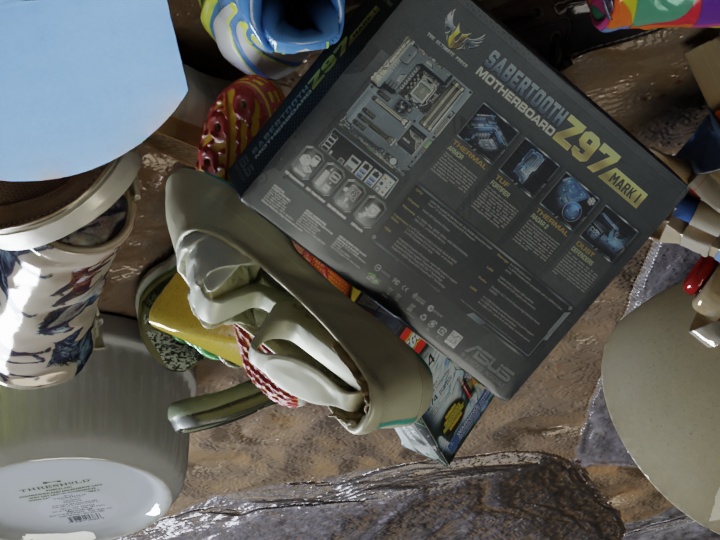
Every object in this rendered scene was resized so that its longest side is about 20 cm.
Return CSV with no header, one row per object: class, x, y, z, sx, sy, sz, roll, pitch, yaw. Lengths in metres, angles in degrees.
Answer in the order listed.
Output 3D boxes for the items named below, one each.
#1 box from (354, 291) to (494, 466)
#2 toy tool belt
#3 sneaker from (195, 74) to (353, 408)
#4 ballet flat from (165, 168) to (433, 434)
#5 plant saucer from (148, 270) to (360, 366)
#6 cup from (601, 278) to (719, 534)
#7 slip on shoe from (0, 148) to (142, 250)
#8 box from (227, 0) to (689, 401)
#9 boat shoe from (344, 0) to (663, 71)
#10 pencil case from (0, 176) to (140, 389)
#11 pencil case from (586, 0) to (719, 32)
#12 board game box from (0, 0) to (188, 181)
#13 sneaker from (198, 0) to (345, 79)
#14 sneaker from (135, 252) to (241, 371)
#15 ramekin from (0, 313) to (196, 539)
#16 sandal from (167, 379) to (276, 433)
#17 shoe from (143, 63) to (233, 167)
box,0.073,0.000,1.200,0.040,0.200,0.137,22,157,33
toy tool belt,0.223,-0.055,1.240,0.123,0.125,0.200,33,142,4
sneaker,-0.043,-0.021,1.138,0.077,0.073,0.201,-31,125,-36
ballet flat,-0.048,0.018,1.058,0.069,0.200,0.070,-42,156,-23
plant saucer,0.000,0.000,1.240,0.200,0.048,0.200,-50,136,12
cup,0.287,0.068,1.371,0.200,0.201,0.143,11,140,-27
slip on shoe,-0.216,-0.058,1.143,0.199,0.076,0.061,-1,138,37
box,0.054,-0.048,1.070,0.200,0.051,0.158,37,99,-22
boat shoe,0.084,-0.125,1.112,0.199,0.065,0.072,-9,149,4
pencil case,-0.193,-0.001,1.264,0.089,0.078,0.200,-17,157,-26
pencil case,0.210,-0.169,1.044,0.199,0.089,0.088,-4,151,-7
board game box,-0.179,-0.143,1.020,0.157,0.039,0.201,-11,120,1
sneaker,-0.047,-0.137,1.024,0.075,0.105,0.200,-4,150,-4
sneaker,-0.101,0.031,1.326,0.077,0.089,0.200,5,149,-19
ramekin,-0.216,0.122,1.448,0.199,0.105,0.200,-5,151,-3
sandal,-0.047,0.059,1.380,0.200,0.058,0.080,-18,171,-35
shoe,-0.142,-0.109,1.121,0.199,0.054,0.070,21,173,-33
